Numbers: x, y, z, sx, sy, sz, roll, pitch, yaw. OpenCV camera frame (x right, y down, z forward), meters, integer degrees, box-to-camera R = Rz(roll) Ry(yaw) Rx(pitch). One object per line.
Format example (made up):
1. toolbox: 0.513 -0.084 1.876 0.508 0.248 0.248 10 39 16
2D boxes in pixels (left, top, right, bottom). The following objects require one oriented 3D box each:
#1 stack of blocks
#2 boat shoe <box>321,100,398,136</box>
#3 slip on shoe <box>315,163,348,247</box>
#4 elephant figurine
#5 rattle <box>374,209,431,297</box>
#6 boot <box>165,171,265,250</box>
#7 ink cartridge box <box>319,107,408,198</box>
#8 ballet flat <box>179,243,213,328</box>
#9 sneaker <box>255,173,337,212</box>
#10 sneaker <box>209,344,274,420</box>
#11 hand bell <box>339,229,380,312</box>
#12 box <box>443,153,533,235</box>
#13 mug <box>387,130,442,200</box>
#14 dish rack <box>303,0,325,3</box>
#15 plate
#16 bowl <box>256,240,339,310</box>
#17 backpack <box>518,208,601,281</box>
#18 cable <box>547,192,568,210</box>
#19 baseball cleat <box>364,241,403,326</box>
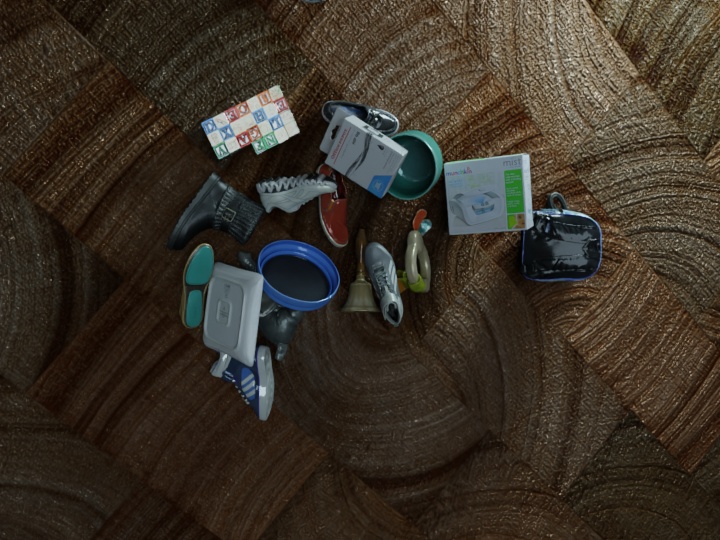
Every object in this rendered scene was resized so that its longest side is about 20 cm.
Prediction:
1. stack of blocks: -0.253 -0.326 1.333 0.197 0.058 0.117 -29 103 -10
2. boat shoe: 0.005 -0.369 1.392 0.195 0.066 0.072 14 93 -15
3. slip on shoe: -0.060 -0.157 1.393 0.073 0.060 0.206 -16 100 -43
4. elephant figurine: -0.233 0.077 1.356 0.197 0.156 0.143 28 112 -12
5. rattle: 0.111 -0.041 1.477 0.128 0.141 0.206 1 80 -46
6. boot: -0.331 -0.100 1.328 0.157 0.079 0.213 37 86 -15
7. ink cartridge box: -0.003 -0.272 1.332 0.197 0.067 0.117 32 116 4
8. ballet flat: -0.385 0.030 1.326 0.067 0.063 0.205 5 105 -38
9. sneaker: -0.145 -0.180 1.354 0.195 0.075 0.083 -3 108 15
10. sneaker: -0.288 0.263 1.394 0.142 0.081 0.205 3 113 6
11. hand bell: 0.000 0.000 1.435 0.101 0.104 0.206 2 85 -14
12. box: 0.318 -0.188 1.431 0.195 0.096 0.182 -1 100 26
13. mug: 0.114 -0.271 1.396 0.150 0.114 0.187 -31 95 26
14. dish rack: -0.124 -0.724 1.327 0.150 0.055 0.205 14 94 -14
15. plate: -0.298 0.094 1.306 0.032 0.197 0.206 4 97 -46
16. bowl: -0.146 0.012 1.343 0.196 0.203 0.040 13 130 -16
17. backpack: 0.515 -0.067 1.502 0.194 0.147 0.188 3 97 12
18. cable: 0.578 -0.122 1.578 0.095 0.050 0.204 -21 102 -7
19. baseball cleat: 0.062 0.033 1.373 0.068 0.107 0.204 -21 100 4
